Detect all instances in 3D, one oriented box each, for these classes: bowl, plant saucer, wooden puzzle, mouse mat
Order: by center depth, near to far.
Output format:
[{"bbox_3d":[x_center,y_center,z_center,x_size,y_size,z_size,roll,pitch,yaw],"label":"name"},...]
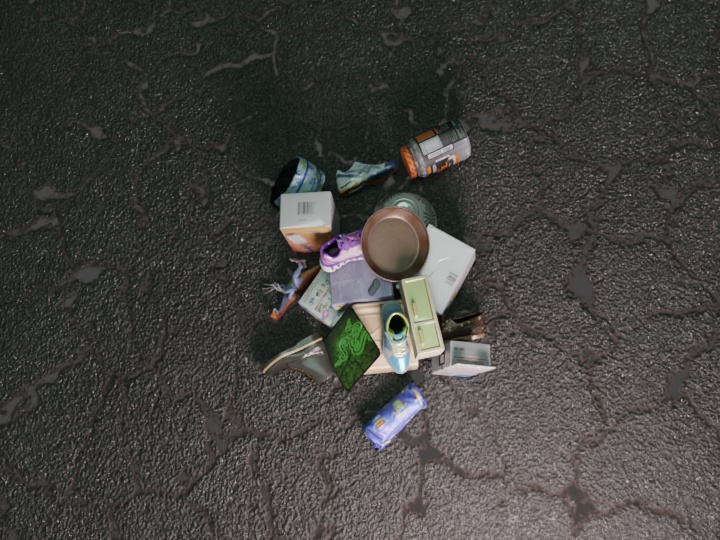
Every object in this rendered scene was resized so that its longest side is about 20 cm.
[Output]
[{"bbox_3d":[0.093,-0.072,1.655,0.193,0.037,0.208,1,86,-10],"label":"plant saucer"},{"bbox_3d":[-0.033,0.220,1.680,0.163,0.007,0.201,54,130,20],"label":"mouse mat"},{"bbox_3d":[0.068,0.184,1.693,0.178,0.046,0.208,-4,99,-3],"label":"wooden puzzle"},{"bbox_3d":[0.131,-0.155,1.794,0.193,0.094,0.208,-2,74,6],"label":"bowl"}]

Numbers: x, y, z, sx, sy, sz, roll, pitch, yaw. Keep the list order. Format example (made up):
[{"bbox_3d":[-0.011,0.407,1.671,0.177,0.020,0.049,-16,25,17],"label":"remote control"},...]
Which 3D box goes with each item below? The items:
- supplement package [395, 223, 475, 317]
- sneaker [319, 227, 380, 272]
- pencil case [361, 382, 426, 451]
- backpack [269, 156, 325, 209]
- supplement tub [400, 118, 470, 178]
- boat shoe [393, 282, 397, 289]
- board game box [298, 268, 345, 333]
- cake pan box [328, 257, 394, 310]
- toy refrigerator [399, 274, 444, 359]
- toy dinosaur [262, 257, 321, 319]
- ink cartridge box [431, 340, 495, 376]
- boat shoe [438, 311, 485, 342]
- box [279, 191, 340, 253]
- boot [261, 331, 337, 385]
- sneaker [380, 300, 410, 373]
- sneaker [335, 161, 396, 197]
[{"bbox_3d":[0.216,0.005,1.715,0.153,0.111,0.204,29,86,15],"label":"supplement package"},{"bbox_3d":[-0.032,-0.071,1.676,0.195,0.089,0.082,-27,60,0],"label":"sneaker"},{"bbox_3d":[0.095,0.399,1.642,0.199,0.079,0.087,-41,43,-5],"label":"pencil case"},{"bbox_3d":[-0.188,-0.263,1.816,0.150,0.200,0.167,27,77,-5],"label":"backpack"},{"bbox_3d":[0.225,-0.363,1.827,0.195,0.123,0.126,-24,71,1],"label":"supplement tub"},{"bbox_3d":[0.037,-0.016,1.777,0.197,0.072,0.071,31,79,15],"label":"boat shoe"},{"bbox_3d":[-0.062,0.096,1.763,0.197,0.064,0.149,35,80,14],"label":"board game box"},{"bbox_3d":[0.000,0.000,1.713,0.178,0.053,0.206,-10,66,9],"label":"cake pan box"},{"bbox_3d":[0.160,0.122,1.593,0.073,0.070,0.207,-9,71,-5],"label":"toy refrigerator"},{"bbox_3d":[-0.200,0.059,1.785,0.193,0.105,0.188,9,95,-2],"label":"toy dinosaur"},{"bbox_3d":[0.270,0.232,1.591,0.112,0.200,0.069,7,72,-10],"label":"ink cartridge box"},{"bbox_3d":[0.251,0.157,1.687,0.193,0.071,0.073,-9,112,-4],"label":"boat shoe"},{"bbox_3d":[-0.143,-0.138,1.770,0.147,0.201,0.110,-3,71,7],"label":"box"},{"bbox_3d":[-0.174,0.285,1.722,0.196,0.077,0.141,-30,83,7],"label":"boot"},{"bbox_3d":[0.097,0.193,1.607,0.077,0.131,0.207,-12,101,-3],"label":"sneaker"},{"bbox_3d":[0.014,-0.307,1.865,0.194,0.076,0.091,-21,71,1],"label":"sneaker"}]
